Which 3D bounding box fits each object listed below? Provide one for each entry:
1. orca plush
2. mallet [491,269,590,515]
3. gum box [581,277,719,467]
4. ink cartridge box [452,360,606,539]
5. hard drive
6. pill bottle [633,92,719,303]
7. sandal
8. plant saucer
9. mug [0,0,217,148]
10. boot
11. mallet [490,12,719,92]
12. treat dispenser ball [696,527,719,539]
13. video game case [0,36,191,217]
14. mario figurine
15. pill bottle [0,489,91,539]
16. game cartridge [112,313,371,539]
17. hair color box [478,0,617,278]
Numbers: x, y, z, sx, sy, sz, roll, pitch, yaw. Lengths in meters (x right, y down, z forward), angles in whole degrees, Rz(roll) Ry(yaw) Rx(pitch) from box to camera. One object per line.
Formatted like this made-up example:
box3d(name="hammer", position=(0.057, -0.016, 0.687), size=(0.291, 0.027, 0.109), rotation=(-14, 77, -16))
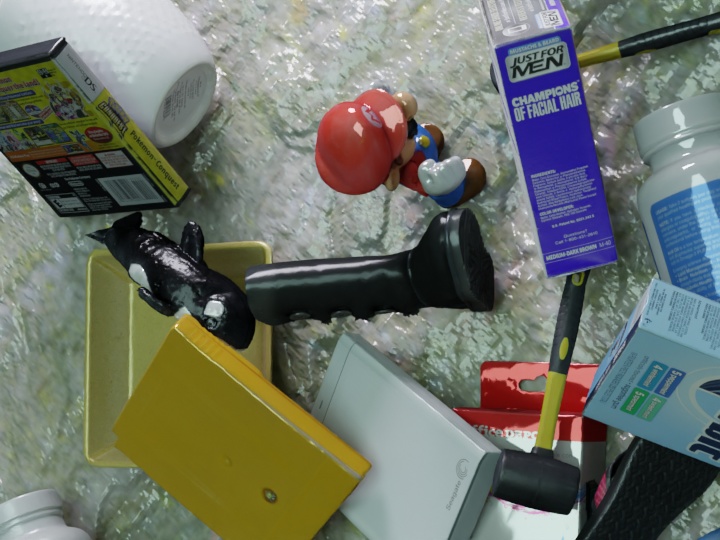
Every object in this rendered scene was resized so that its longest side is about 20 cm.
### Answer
box3d(name="orca plush", position=(-0.151, -0.011, 1.382), size=(0.200, 0.105, 0.071), rotation=(42, 109, 48))
box3d(name="mallet", position=(0.142, 0.086, 1.238), size=(0.065, 0.041, 0.202), rotation=(6, 76, -1))
box3d(name="gum box", position=(0.275, 0.092, 1.143), size=(0.199, 0.170, 0.045), rotation=(21, 64, 4))
box3d(name="ink cartridge box", position=(0.134, 0.174, 1.294), size=(0.115, 0.067, 0.202), rotation=(0, 85, 26))
box3d(name="hard drive", position=(0.026, 0.156, 1.323), size=(0.200, 0.027, 0.133), rotation=(37, 113, 44))
box3d(name="pill bottle", position=(0.275, -0.028, 1.218), size=(0.112, 0.112, 0.201), rotation=(-20, 78, 23))
box3d(name="sandal", position=(0.212, 0.178, 1.246), size=(0.075, 0.045, 0.200), rotation=(40, 84, -16))
box3d(name="plant saucer", position=(-0.157, 0.079, 1.455), size=(0.199, 0.048, 0.202), rotation=(-2, 85, 27))
box3d(name="mug", position=(-0.231, -0.175, 1.473), size=(0.175, 0.147, 0.201), rotation=(34, 128, 19))
box3d(name="boot", position=(0.000, 0.000, 1.302), size=(0.198, 0.165, 0.066), rotation=(-1, 69, 13))
box3d(name="mallet", position=(0.199, -0.178, 1.285), size=(0.199, 0.066, 0.041), rotation=(-16, 77, 23))
box3d(name="treat dispenser ball", position=(0.295, 0.278, 1.134), size=(0.199, 0.201, 0.203), rotation=(-2, 85, 26))
box3d(name="video game case", position=(-0.268, -0.122, 1.435), size=(0.199, 0.181, 0.026), rotation=(-2, 46, 48))
box3d(name="mario figurine", position=(0.042, -0.107, 1.289), size=(0.123, 0.200, 0.107), rotation=(2, 87, 25))
box3d(name="pill bottle", position=(-0.279, 0.307, 1.465), size=(0.104, 0.104, 0.201), rotation=(-29, 73, 21))
box3d(name="game cartridge", position=(-0.107, 0.153, 1.357), size=(0.200, 0.032, 0.177), rotation=(40, 133, 4))
box3d(name="hair color box", position=(0.145, -0.110, 1.232), size=(0.064, 0.110, 0.201), rotation=(-15, 119, 6))
